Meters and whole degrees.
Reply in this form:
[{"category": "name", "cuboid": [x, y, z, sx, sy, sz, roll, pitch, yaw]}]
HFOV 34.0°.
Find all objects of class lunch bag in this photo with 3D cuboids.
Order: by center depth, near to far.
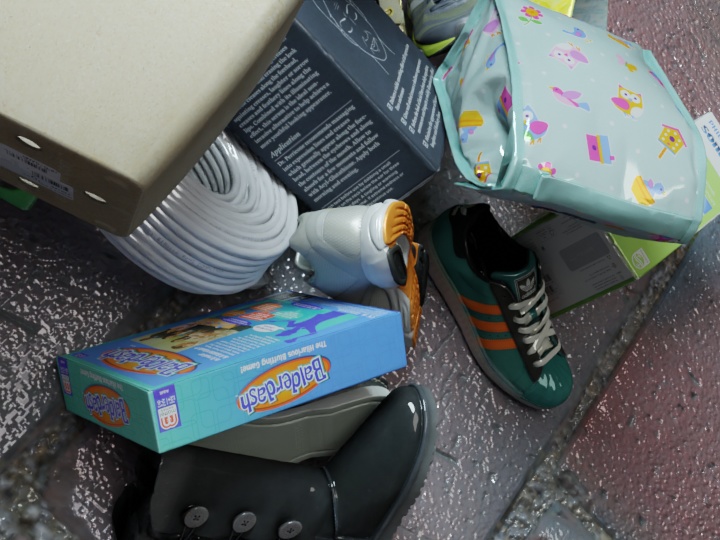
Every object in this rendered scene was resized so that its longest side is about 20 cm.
[{"category": "lunch bag", "cuboid": [0.157, -0.102, 0.894, 0.170, 0.122, 0.200, 15, 39, -21]}]

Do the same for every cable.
[{"category": "cable", "cuboid": [-0.134, -0.073, 0.868, 0.200, 0.069, 0.200, 57, 24, 4]}]

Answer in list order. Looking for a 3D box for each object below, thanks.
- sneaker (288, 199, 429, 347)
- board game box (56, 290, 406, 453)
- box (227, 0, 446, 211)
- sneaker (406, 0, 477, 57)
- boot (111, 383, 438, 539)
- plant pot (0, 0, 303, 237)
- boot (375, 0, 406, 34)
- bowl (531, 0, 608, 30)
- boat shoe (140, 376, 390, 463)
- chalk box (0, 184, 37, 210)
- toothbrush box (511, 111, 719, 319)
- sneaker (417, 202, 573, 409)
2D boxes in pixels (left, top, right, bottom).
[{"category": "sneaker", "cuboid": [0.000, 0.000, 0.923, 0.092, 0.200, 0.076, 5, 65, 13]}, {"category": "board game box", "cuboid": [-0.092, 0.065, 0.836, 0.200, 0.152, 0.045, -15, 104, -33]}, {"category": "box", "cuboid": [-0.032, -0.153, 0.935, 0.200, 0.107, 0.149, 45, 30, -19]}, {"category": "sneaker", "cuboid": [0.068, -0.246, 1.035, 0.074, 0.200, 0.081, -18, 120, 0]}, {"category": "boot", "cuboid": [-0.059, 0.142, 0.840, 0.200, 0.066, 0.165, 14, 107, -25]}, {"category": "plant pot", "cuboid": [-0.156, -0.136, 0.697, 0.199, 0.200, 0.177, 27, 72, -9]}, {"category": "boot", "cuboid": [0.004, -0.254, 1.003, 0.072, 0.155, 0.200, -12, 74, -7]}, {"category": "bowl", "cuboid": [0.158, -0.198, 1.096, 0.107, 0.200, 0.200, 8, 60, 19]}, {"category": "boat shoe", "cuboid": [-0.073, 0.113, 0.888, 0.200, 0.076, 0.060, -7, 38, -23]}, {"category": "chalk box", "cuboid": [-0.301, -0.111, 0.795, 0.200, 0.124, 0.124, 44, 56, -8]}, {"category": "toothbrush box", "cuboid": [0.240, -0.047, 1.079, 0.200, 0.146, 0.086, -34, 91, -35]}, {"category": "sneaker", "cuboid": [0.130, 0.031, 1.023, 0.071, 0.080, 0.200, -37, 93, -35]}]
